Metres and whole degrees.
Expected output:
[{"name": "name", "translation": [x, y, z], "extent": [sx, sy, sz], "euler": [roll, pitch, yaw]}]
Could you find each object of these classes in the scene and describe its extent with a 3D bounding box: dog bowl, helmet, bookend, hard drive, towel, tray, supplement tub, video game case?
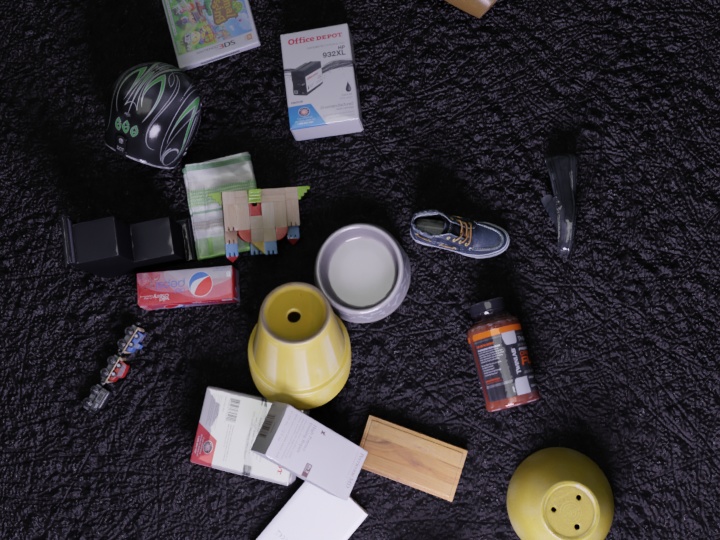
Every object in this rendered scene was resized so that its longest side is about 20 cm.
[{"name": "dog bowl", "translation": [0.000, 0.000, 1.672], "extent": [0.196, 0.059, 0.204], "euler": [-1, 81, 5]}, {"name": "helmet", "translation": [-0.413, -0.320, 1.708], "extent": [0.198, 0.200, 0.193], "euler": [26, 102, 9]}, {"name": "bookend", "translation": [-0.446, -0.060, 1.657], "extent": [0.195, 0.200, 0.094], "euler": [-11, 81, 5]}, {"name": "hard drive", "translation": [-0.098, 0.496, 1.624], "extent": [0.132, 0.025, 0.201], "euler": [41, 88, 10]}, {"name": "towel", "translation": [-0.280, -0.132, 1.736], "extent": [0.147, 0.031, 0.204], "euler": [-11, 81, 5]}, {"name": "tray", "translation": [0.095, 0.355, 1.619], "extent": [0.197, 0.037, 0.100], "euler": [18, 84, 9]}, {"name": "supplement tub", "translation": [0.261, 0.157, 1.595], "extent": [0.105, 0.107, 0.203], "euler": [-15, 81, 4]}, {"name": "video game case", "translation": [-0.322, -0.543, 1.806], "extent": [0.179, 0.022, 0.203], "euler": [-17, 80, 3]}]

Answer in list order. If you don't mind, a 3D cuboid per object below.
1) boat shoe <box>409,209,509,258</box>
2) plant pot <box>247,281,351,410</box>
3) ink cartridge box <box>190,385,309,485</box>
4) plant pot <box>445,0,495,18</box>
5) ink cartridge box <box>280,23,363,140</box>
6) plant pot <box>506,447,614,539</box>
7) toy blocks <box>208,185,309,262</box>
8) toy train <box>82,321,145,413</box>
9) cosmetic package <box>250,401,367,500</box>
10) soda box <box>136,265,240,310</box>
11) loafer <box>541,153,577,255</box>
[{"name": "boat shoe", "translation": [0.191, -0.070, 1.645], "extent": [0.197, 0.091, 0.072], "euler": [7, 82, 7]}, {"name": "plant pot", "translation": [-0.116, 0.126, 1.566], "extent": [0.197, 0.190, 0.204], "euler": [0, 57, 0]}, {"name": "ink cartridge box", "translation": [-0.208, 0.315, 1.633], "extent": [0.197, 0.083, 0.149], "euler": [12, 82, 7]}, {"name": "plant pot", "translation": [0.200, -0.608, 1.694], "extent": [0.186, 0.186, 0.200], "euler": [-45, 93, -2]}, {"name": "ink cartridge box", "translation": [-0.078, -0.380, 1.724], "extent": [0.142, 0.084, 0.204], "euler": [-8, 81, 5]}, {"name": "plant pot", "translation": [0.365, 0.424, 1.526], "extent": [0.196, 0.142, 0.204], "euler": [-1, 81, 7]}, {"name": "toy blocks", "translation": [-0.195, -0.090, 1.684], "extent": [0.196, 0.100, 0.139], "euler": [-5, 94, -12]}, {"name": "toy train", "translation": [-0.488, 0.196, 1.707], "extent": [0.045, 0.034, 0.202], "euler": [29, 86, 6]}, {"name": "cosmetic package", "translation": [-0.091, 0.329, 1.554], "extent": [0.199, 0.074, 0.103], "euler": [34, 72, -26]}, {"name": "soda box", "translation": [-0.343, 0.034, 1.701], "extent": [0.196, 0.063, 0.071], "euler": [-5, 81, 5]}, {"name": "loafer", "translation": [0.384, -0.128, 1.648], "extent": [0.069, 0.068, 0.204], "euler": [0, 76, 14]}]
